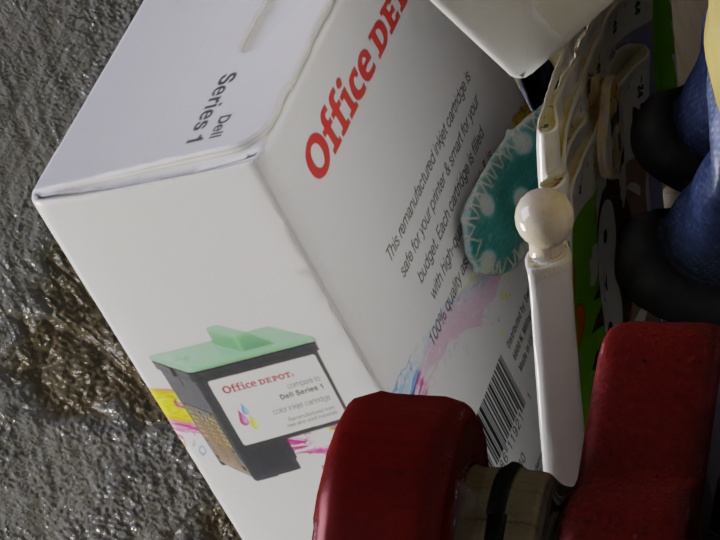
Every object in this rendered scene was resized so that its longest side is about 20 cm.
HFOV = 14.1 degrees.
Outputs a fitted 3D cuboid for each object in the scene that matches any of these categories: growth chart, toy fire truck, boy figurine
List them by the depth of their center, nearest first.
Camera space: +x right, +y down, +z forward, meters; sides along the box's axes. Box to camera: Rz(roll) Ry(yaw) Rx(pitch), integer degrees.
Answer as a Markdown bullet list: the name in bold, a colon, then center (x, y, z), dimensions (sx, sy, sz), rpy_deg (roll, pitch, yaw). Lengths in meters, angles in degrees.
- **toy fire truck**: center (0.051, 0.122, 0.577), dimensions (0.168, 0.111, 0.201), rpy_deg (78, -161, -52)
- **boy figurine**: center (0.107, -0.072, 0.638), dimensions (0.200, 0.064, 0.125), rpy_deg (109, 173, -52)
- **growth chart**: center (0.064, -0.008, 0.748), dimensions (0.200, 0.018, 0.145), rpy_deg (-71, -24, -52)

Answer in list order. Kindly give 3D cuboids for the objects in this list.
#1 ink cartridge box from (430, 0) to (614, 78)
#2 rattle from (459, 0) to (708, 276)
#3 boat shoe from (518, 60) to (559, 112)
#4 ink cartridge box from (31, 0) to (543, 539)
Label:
- **ink cartridge box**: center (0.007, -0.147, 0.745), dimensions (0.068, 0.115, 0.200), rpy_deg (-42, 30, 14)
- **rattle**: center (0.079, -0.098, 0.899), dimensions (0.143, 0.129, 0.201), rpy_deg (-107, 9, -76)
- **boat shoe**: center (0.082, -0.065, 0.997), dimensions (0.200, 0.062, 0.075), rpy_deg (106, 174, -54)
- **ink cartridge box**: center (0.000, 0.000, 0.899), dimensions (0.201, 0.084, 0.145), rpy_deg (61, -145, -32)
